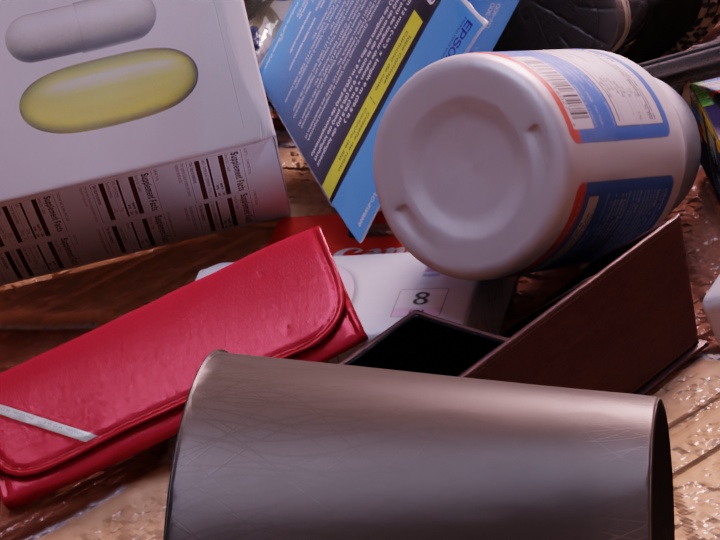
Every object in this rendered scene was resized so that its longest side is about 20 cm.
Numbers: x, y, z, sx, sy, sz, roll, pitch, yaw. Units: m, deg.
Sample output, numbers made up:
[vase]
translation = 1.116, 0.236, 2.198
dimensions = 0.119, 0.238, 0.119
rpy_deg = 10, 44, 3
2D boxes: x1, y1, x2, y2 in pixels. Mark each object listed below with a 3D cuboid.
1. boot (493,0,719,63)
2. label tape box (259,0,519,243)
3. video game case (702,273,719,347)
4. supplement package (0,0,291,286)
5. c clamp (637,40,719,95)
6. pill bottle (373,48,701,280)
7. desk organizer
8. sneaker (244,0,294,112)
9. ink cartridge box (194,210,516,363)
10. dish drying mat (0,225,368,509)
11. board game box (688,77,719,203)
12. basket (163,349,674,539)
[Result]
[boot]
translation = 0.112, -0.135, 1.667
dimensions = 0.199, 0.074, 0.150
rpy_deg = -25, -4, 42
[label tape box]
translation = 0.023, -0.115, 1.570
dimensions = 0.066, 0.144, 0.200
rpy_deg = 17, 23, -30
[video game case]
translation = 0.220, 0.038, 1.204
dimensions = 0.023, 0.183, 0.200
rpy_deg = -11, 24, 35
[supplement package]
translation = -0.158, -0.115, 1.578
dimensions = 0.199, 0.193, 0.147
rpy_deg = -14, -16, -2
[c clamp]
translation = 0.213, -0.117, 1.589
dimensions = 0.199, 0.027, 0.171
rpy_deg = -13, 2, 33
[pill bottle]
translation = 0.099, -0.057, 1.448
dimensions = 0.112, 0.113, 0.200
rpy_deg = 5, 6, 30
[desk organizer]
translation = 0.076, 0.044, 1.359
dimensions = 0.071, 0.077, 0.200
rpy_deg = 16, 39, 42
[sneaker]
translation = -0.056, -0.122, 1.709
dimensions = 0.200, 0.085, 0.077
rpy_deg = -47, 43, -5
[ink cartridge box]
translation = 0.000, 0.000, 1.503
dimensions = 0.161, 0.057, 0.200
rpy_deg = -3, 34, 17
[dish drying mat]
translation = -0.098, 0.047, 1.416
dimensions = 0.199, 0.018, 0.077
rpy_deg = -26, 54, 2
[board game box]
translation = 0.288, -0.063, 1.490
dimensions = 0.198, 0.057, 0.166
rpy_deg = -12, 30, 0
[basket]
translation = 0.031, 0.113, 1.202
dimensions = 0.198, 0.137, 0.181
rpy_deg = -1, 43, 12
